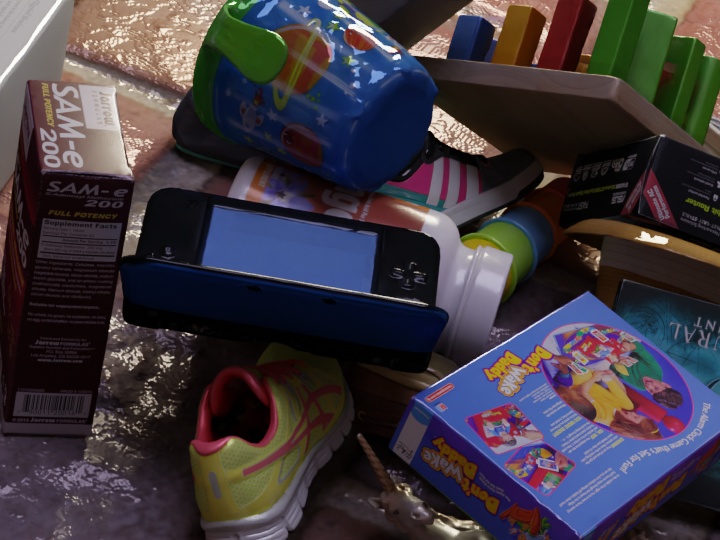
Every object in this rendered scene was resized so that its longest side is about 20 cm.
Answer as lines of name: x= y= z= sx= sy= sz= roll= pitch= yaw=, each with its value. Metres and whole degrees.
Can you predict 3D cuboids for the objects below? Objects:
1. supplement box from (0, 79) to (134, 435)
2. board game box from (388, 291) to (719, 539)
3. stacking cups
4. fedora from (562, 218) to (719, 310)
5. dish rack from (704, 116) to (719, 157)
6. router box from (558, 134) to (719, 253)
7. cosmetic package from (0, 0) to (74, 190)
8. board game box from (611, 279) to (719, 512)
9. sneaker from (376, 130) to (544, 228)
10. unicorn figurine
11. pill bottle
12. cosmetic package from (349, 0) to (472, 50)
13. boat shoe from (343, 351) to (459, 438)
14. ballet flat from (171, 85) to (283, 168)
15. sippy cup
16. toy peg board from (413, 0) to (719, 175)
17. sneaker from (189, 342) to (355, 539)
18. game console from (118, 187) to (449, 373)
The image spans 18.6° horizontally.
supplement box: x=-0.189 y=-0.006 z=1.381 sx=0.061 sy=0.201 sz=0.109 roll=3 pitch=34 yaw=-16
board game box: x=0.131 y=0.099 z=1.363 sx=0.134 sy=0.045 sz=0.200 roll=40 pitch=38 yaw=21
stacking cups: x=0.117 y=-0.017 z=1.660 sx=0.060 sy=0.061 sz=0.200 roll=28 pitch=30 yaw=19
fedora: x=0.227 y=0.030 z=1.567 sx=0.200 sy=0.082 sz=0.201 roll=20 pitch=-5 yaw=2
dish rack: x=0.350 y=-0.064 z=1.759 sx=0.171 sy=0.044 sz=0.200 roll=23 pitch=11 yaw=-11
router box: x=0.265 y=-0.032 z=1.622 sx=0.199 sy=0.062 sz=0.150 roll=21 pitch=-7 yaw=-15
cosmetic package: x=-0.336 y=-0.147 z=1.604 sx=0.199 sy=0.123 sz=0.200 roll=16 pitch=33 yaw=4
board game box: x=0.253 y=0.097 z=1.473 sx=0.199 sy=0.136 sz=0.028 roll=15 pitch=-5 yaw=2
sneaker: x=0.049 y=-0.091 z=1.661 sx=0.200 sy=0.121 sz=0.083 roll=-24 pitch=9 yaw=-39
unicorn figurine: x=0.096 y=0.177 z=1.353 sx=0.199 sy=0.074 sz=0.137 roll=10 pitch=23 yaw=-35
pill bottle: x=0.000 y=0.000 z=1.528 sx=0.199 sy=0.113 sz=0.112 roll=17 pitch=33 yaw=3
cosmetic package: x=0.008 y=-0.218 z=1.633 sx=0.090 sy=0.200 sz=0.107 roll=-14 pitch=76 yaw=-38
boat shoe: x=0.077 y=0.109 z=1.442 sx=0.199 sy=0.068 sz=0.072 roll=25 pitch=11 yaw=16
ballet flat: x=-0.050 y=-0.097 z=1.692 sx=0.199 sy=0.073 sz=0.073 roll=20 pitch=33 yaw=8
sippy cup: x=-0.023 y=-0.124 z=1.503 sx=0.130 sy=0.140 sz=0.177 roll=34 pitch=42 yaw=29
toy peg board: x=0.169 y=-0.144 z=1.662 sx=0.199 sy=0.098 sz=0.200 roll=11 pitch=-12 yaw=39
sneaker: x=-0.059 y=0.087 z=1.377 sx=0.078 sy=0.091 sz=0.200 roll=-12 pitch=28 yaw=18
game console: x=-0.044 y=-0.011 z=1.375 sx=0.199 sy=0.119 sz=0.171 roll=10 pitch=45 yaw=-3
